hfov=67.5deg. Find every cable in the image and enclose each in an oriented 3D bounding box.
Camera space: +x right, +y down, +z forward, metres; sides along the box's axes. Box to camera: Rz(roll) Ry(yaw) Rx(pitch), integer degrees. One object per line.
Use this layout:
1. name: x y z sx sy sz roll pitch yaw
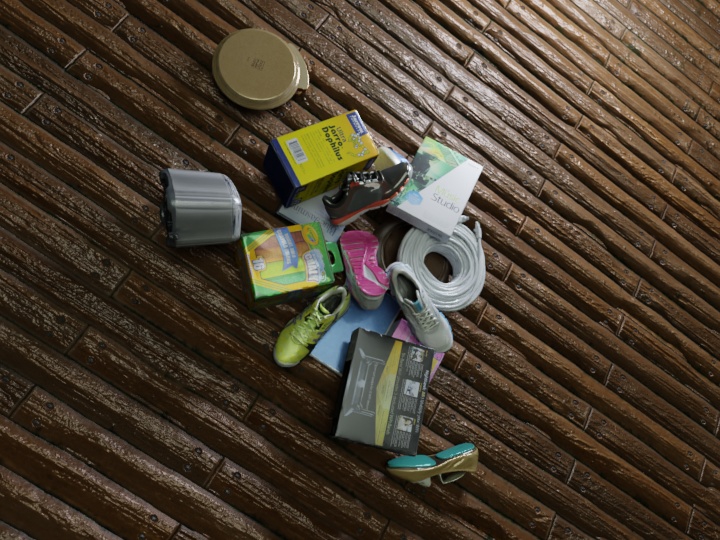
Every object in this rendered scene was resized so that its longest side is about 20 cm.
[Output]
1. cable: 0.167 -0.011 1.130 0.198 0.069 0.202 -3 77 -18

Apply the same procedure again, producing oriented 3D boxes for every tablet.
1. tablet: -0.012 0.114 1.095 0.130 0.014 0.201 33 67 -1

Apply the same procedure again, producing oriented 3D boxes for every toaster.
1. toaster: -0.294 -0.113 0.982 0.128 0.200 0.115 -4 118 -24

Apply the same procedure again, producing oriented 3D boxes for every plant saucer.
1. plant saucer: 0.112 -0.027 1.169 0.198 0.032 0.202 4 76 -17

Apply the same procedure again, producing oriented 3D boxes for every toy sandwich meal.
1. toy sandwich meal: -0.215 -0.424 1.151 0.203 0.070 0.207 3 78 -13

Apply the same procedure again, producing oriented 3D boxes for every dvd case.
1. dvd case: -0.076 -0.165 1.150 0.142 0.018 0.201 30 69 -9

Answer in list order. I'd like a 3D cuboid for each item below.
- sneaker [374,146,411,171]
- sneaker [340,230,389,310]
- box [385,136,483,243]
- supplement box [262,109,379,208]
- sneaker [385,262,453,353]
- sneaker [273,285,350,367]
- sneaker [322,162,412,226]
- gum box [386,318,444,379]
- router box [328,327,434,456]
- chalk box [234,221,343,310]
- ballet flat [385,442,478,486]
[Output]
1. sneaker: 0.124 -0.206 1.199 0.111 0.077 0.200 -33 76 -34
2. sneaker: 0.000 0.000 1.089 0.081 0.089 0.201 -1 46 -12
3. box: 0.158 -0.172 1.127 0.144 0.036 0.201 28 63 1
4. supplement box: -0.081 -0.226 1.096 0.199 0.109 0.110 -27 84 -22
5. sneaker: 0.110 0.076 1.026 0.075 0.087 0.201 -35 91 2
6. sneaker: -0.096 0.099 1.035 0.075 0.077 0.200 37 69 8
7. sneaker: 0.010 -0.167 1.079 0.199 0.077 0.082 -33 122 8
8. gum box: 0.076 0.204 1.075 0.113 0.066 0.201 35 69 -5
9. router box: 0.041 0.223 0.994 0.156 0.052 0.202 18 71 -11
10. chalk box: -0.127 -0.011 1.036 0.198 0.124 0.125 -13 80 -20
11. ballet flat: 0.146 0.390 1.052 0.198 0.069 0.064 -5 91 -18
